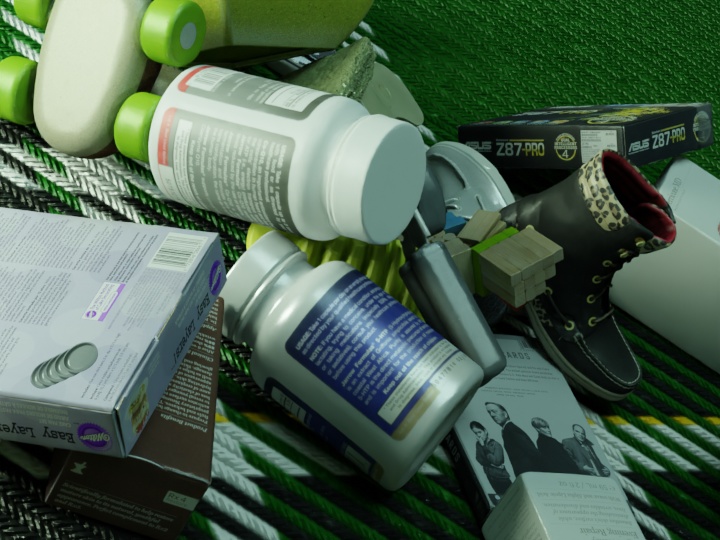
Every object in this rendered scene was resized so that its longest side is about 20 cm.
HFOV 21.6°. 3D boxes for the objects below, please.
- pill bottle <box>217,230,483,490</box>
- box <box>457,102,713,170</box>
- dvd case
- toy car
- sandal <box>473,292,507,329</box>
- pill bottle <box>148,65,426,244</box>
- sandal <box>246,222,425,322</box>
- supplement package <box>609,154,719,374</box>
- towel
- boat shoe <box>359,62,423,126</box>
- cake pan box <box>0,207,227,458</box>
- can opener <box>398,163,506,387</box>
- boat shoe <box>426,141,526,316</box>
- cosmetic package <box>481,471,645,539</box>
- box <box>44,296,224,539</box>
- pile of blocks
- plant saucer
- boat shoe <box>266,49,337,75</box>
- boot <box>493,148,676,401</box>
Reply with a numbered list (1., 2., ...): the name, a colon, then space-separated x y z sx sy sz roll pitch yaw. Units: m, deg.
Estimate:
1. pill bottle: -0.016 0.064 1.454 0.200 0.120 0.120 38 35 9
2. box: 0.220 -0.131 1.845 0.199 0.050 0.161 3 12 43
3. dvd case: 0.128 0.129 1.570 0.149 0.025 0.201 7 40 -32
4. toy car: -0.184 -0.164 1.601 0.163 0.159 0.200 18 3 26
5. sandal: 0.056 -0.024 1.685 0.076 0.043 0.201 -30 73 -9
6. pill bottle: -0.057 -0.088 1.479 0.199 0.115 0.114 16 26 29
7. sandal: 0.000 0.000 1.575 0.199 0.080 0.087 27 0 -5
8. supplement package: 0.345 0.005 1.809 0.199 0.120 0.121 33 34 2
9. towel: -0.060 -0.130 1.655 0.037 0.148 0.200 55 28 -20
10. boat shoe: 0.008 -0.147 1.782 0.074 0.063 0.201 52 20 0
11. cake pan box: -0.209 0.035 1.305 0.183 0.053 0.201 7 41 16
12. can opener: 0.068 -0.006 1.511 0.067 0.053 0.201 -24 80 -24
13. boat shoe: 0.102 -0.038 1.729 0.068 0.072 0.201 -3 57 -44
14. cosmetic package: 0.177 0.251 1.414 0.101 0.074 0.201 6 41 -32
15. box: -0.158 0.090 1.355 0.100 0.075 0.201 21 34 -15
16. pile of blocks: 0.081 -0.008 1.622 0.199 0.063 0.082 14 39 28
17. plant saucer: -0.118 -0.215 1.700 0.199 0.199 0.048 -5 90 -47
18. boat shoe: -0.080 -0.265 1.839 0.200 0.093 0.075 38 35 10
19. boot: 0.210 0.003 1.618 0.201 0.150 0.073 56 40 3
